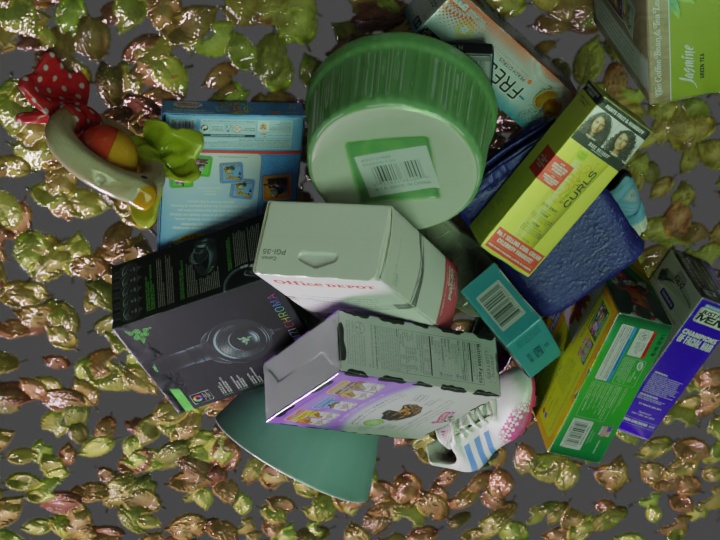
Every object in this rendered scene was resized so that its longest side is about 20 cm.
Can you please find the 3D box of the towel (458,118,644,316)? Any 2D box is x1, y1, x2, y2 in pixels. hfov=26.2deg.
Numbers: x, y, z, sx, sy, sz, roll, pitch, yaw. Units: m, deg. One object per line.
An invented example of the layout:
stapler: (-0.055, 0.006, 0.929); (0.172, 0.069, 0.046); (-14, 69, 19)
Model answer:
towel: (0.202, -0.057, 1.673); (0.147, 0.050, 0.200); (-34, 118, 9)

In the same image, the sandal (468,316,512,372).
sandal: (0.153, 0.100, 1.843); (0.075, 0.048, 0.201); (23, 116, -24)

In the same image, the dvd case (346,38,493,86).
dvd case: (0.061, -0.158, 1.627); (0.150, 0.025, 0.200); (3, 136, 4)

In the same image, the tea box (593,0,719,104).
tea box: (0.348, -0.284, 1.543); (0.196, 0.200, 0.134); (-11, 124, -3)

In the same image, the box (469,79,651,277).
box: (0.205, -0.094, 1.596); (0.075, 0.050, 0.200); (32, 108, -25)

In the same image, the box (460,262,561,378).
box: (0.167, 0.058, 1.695); (0.049, 0.082, 0.200); (-39, 161, 2)

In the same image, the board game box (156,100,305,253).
board game box: (-0.143, -0.087, 1.672); (0.151, 0.037, 0.201); (0, 122, -11)

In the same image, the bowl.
bowl: (-0.056, 0.173, 1.781); (0.200, 0.201, 0.105); (26, 95, -25)

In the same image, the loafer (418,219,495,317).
loafer: (0.100, -0.022, 1.731); (0.072, 0.063, 0.200); (-38, 136, 6)

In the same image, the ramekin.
ramekin: (0.038, -0.133, 1.566); (0.199, 0.098, 0.200); (4, 137, 4)

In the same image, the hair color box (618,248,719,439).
hair color box: (0.356, 0.088, 1.839); (0.065, 0.109, 0.200); (18, 118, -22)

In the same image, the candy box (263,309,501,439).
candy box: (0.022, 0.116, 1.650); (0.199, 0.072, 0.168); (10, 153, -29)

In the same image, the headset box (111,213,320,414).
headset box: (-0.160, 0.052, 1.692); (0.199, 0.093, 0.174); (-18, 138, 9)

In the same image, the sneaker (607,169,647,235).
sneaker: (0.221, -0.070, 1.746); (0.199, 0.078, 0.090); (-12, 107, -9)

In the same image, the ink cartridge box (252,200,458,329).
ink cartridge box: (0.000, 0.000, 1.600); (0.146, 0.083, 0.200); (4, 163, 24)

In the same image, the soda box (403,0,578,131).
soda box: (0.140, -0.225, 1.622); (0.200, 0.064, 0.068); (37, 110, -28)

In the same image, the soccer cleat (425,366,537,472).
soccer cleat: (0.142, 0.184, 1.853); (0.086, 0.070, 0.200); (4, 142, -21)

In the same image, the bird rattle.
bird rattle: (-0.254, -0.130, 1.539); (0.200, 0.163, 0.113); (38, 106, -19)

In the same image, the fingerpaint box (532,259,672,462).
fingerpaint box: (0.269, 0.091, 1.788); (0.073, 0.167, 0.200); (14, 118, -16)
